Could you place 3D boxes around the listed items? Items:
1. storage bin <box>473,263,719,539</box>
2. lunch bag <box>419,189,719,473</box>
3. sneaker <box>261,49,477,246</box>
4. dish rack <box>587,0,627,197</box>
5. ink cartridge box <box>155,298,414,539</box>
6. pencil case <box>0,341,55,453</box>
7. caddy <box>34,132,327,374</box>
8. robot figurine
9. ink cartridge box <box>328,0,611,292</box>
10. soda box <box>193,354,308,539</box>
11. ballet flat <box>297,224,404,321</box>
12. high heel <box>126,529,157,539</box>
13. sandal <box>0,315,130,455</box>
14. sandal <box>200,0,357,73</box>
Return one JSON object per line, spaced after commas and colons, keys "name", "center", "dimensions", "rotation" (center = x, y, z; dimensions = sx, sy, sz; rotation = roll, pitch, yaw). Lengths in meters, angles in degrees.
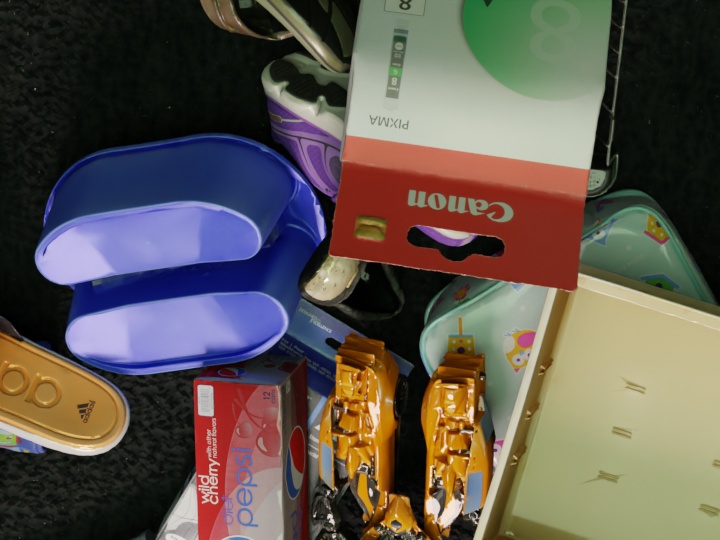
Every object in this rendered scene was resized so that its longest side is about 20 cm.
{"name": "storage bin", "center": [0.194, 0.119, 1.560], "dimensions": [0.197, 0.094, 0.201], "rotation": [17, 96, 10]}
{"name": "lunch bag", "center": [0.147, 0.053, 1.665], "dimensions": [0.199, 0.077, 0.161], "rotation": [-31, 103, 10]}
{"name": "sneaker", "center": [0.014, -0.072, 1.606], "dimensions": [0.080, 0.200, 0.084], "rotation": [-27, 138, -30]}
{"name": "dish rack", "center": [0.106, -0.148, 1.627], "dimensions": [0.152, 0.055, 0.202], "rotation": [5, 103, 0]}
{"name": "ink cartridge box", "center": [-0.053, 0.128, 1.713], "dimensions": [0.099, 0.039, 0.201], "rotation": [29, 103, -5]}
{"name": "pencil case", "center": [-0.304, 0.072, 1.689], "dimensions": [0.198, 0.087, 0.078], "rotation": [10, 145, 0]}
{"name": "caddy", "center": [-0.122, -0.016, 1.643], "dimensions": [0.198, 0.105, 0.142], "rotation": [-8, 121, 15]}
{"name": "robot figurine", "center": [0.030, 0.144, 1.645], "dimensions": [0.144, 0.058, 0.201], "rotation": [9, 117, 17]}
{"name": "ink cartridge box", "center": [0.069, -0.094, 1.529], "dimensions": [0.160, 0.201, 0.050], "rotation": [8, 147, 0]}
{"name": "soda box", "center": [-0.073, 0.161, 1.664], "dimensions": [0.063, 0.070, 0.202], "rotation": [4, 105, 13]}
{"name": "ballet flat", "center": [0.000, 0.000, 1.596], "dimensions": [0.057, 0.200, 0.067], "rotation": [38, 93, 7]}
{"name": "high heel", "center": [-0.171, 0.296, 1.749], "dimensions": [0.142, 0.071, 0.201], "rotation": [-24, 97, 12]}
{"name": "sandal", "center": [-0.249, 0.059, 1.622], "dimensions": [0.205, 0.059, 0.080], "rotation": [18, 66, 4]}
{"name": "sandal", "center": [-0.084, -0.194, 1.617], "dimensions": [0.200, 0.080, 0.057], "rotation": [35, 120, 2]}
